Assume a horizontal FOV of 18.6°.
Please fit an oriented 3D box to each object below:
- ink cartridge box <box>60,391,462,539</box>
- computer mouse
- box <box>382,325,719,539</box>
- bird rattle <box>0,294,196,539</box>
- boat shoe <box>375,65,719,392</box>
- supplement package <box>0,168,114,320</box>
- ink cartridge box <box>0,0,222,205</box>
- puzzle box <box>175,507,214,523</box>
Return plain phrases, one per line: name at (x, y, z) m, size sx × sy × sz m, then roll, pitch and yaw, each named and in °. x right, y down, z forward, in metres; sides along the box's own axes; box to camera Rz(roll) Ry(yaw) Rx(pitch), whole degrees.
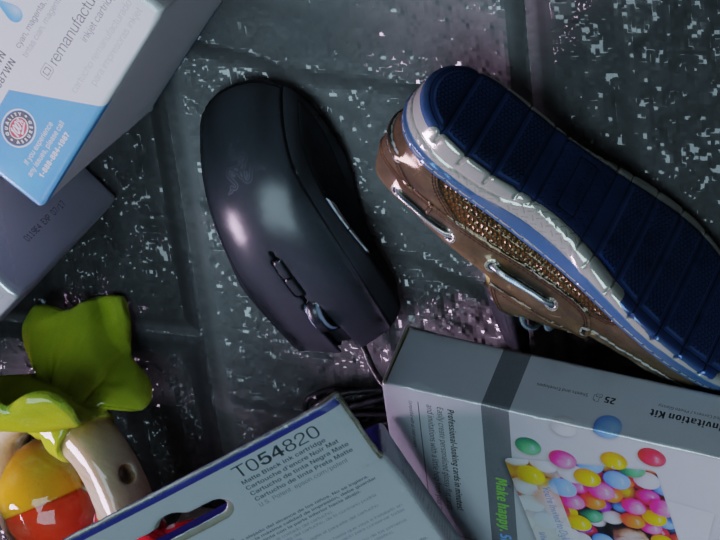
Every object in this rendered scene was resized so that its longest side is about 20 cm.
ink cartridge box at (-0.053, 0.154, 1.046) m, size 0.200 × 0.041 × 0.200 m, roll -27°, pitch 128°, yaw 7°
computer mouse at (0.000, 0.000, 1.059) m, size 0.140 × 0.046 × 0.200 m, roll -9°, pitch 112°, yaw 28°
box at (0.116, 0.107, 1.042) m, size 0.200 × 0.041 × 0.156 m, roll 11°, pitch 142°, yaw 16°
bird rattle at (-0.139, 0.117, 1.161) m, size 0.163 × 0.113 × 0.200 m, roll -22°, pitch 104°, yaw 54°
boat shoe at (0.094, -0.011, 1.007) m, size 0.200 × 0.072 × 0.072 m, roll 42°, pitch 140°, yaw -4°
supplement package at (-0.240, 0.007, 1.125) m, size 0.110 × 0.114 × 0.200 m, roll 44°, pitch 124°, yaw -5°
ink cartridge box at (-0.170, -0.155, 1.001) m, size 0.200 × 0.125 × 0.129 m, roll 37°, pitch 125°, yaw 0°
puzzle box at (-0.001, 0.198, 1.179) m, size 0.200 × 0.025 × 0.133 m, roll 7°, pitch 119°, yaw 20°
